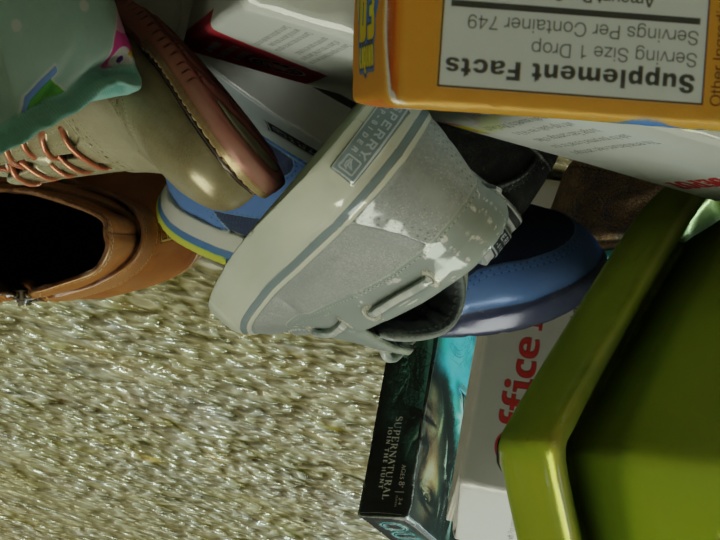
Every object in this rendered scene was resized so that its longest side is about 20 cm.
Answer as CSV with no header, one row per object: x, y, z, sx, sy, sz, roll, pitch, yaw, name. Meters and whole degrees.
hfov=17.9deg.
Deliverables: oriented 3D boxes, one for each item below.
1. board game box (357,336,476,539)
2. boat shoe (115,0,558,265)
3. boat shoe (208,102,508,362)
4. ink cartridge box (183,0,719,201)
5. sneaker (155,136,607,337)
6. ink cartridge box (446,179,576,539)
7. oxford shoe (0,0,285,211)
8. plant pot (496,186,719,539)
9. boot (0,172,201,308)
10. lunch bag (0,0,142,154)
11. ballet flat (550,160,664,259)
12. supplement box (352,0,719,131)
0.060,0.090,1.132,0.028,0.136,0.200,0,156,25,board game box
-0.018,-0.083,0.830,0.199,0.068,0.074,33,172,12,boat shoe
0.001,-0.001,0.759,0.071,0.070,0.201,40,164,-1,boat shoe
0.056,-0.087,0.718,0.199,0.083,0.146,15,177,-11,ink cartridge box
0.002,-0.033,0.889,0.199,0.074,0.083,17,123,26,sneaker
0.145,0.052,0.981,0.199,0.146,0.084,9,159,4,ink cartridge box
-0.090,-0.050,0.777,0.071,0.074,0.200,50,171,-31,oxford shoe
0.164,0.079,0.789,0.181,0.199,0.201,3,126,28,plant pot
-0.167,-0.009,0.990,0.199,0.077,0.155,1,-174,13,boot
-0.188,-0.102,0.711,0.199,0.171,0.122,-11,-165,39,lunch bag
0.163,-0.028,0.882,0.199,0.068,0.068,-1,150,25,ballet flat
0.099,-0.069,0.614,0.199,0.069,0.067,5,-177,-8,supplement box
